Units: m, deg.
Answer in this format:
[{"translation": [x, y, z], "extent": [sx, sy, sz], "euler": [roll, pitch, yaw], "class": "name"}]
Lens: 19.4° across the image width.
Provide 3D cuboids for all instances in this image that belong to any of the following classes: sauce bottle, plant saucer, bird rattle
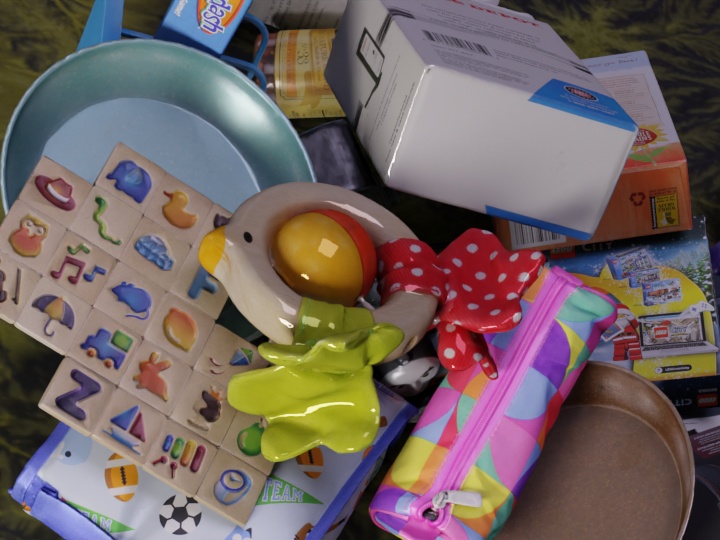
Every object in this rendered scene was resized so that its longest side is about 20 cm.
[{"translation": [0.024, -0.144, 1.501], "extent": [0.199, 0.066, 0.066], "euler": [-4, 50, 6], "class": "sauce bottle"}, {"translation": [0.119, 0.150, 1.291], "extent": [0.034, 0.199, 0.201], "euler": [46, 30, -44], "class": "plant saucer"}, {"translation": [-0.120, -0.039, 1.239], "extent": [0.199, 0.036, 0.201], "euler": [10, 65, -23], "class": "plant saucer"}, {"translation": [0.000, 0.006, 1.196], "extent": [0.163, 0.113, 0.200], "euler": [44, 53, 16], "class": "bird rattle"}]

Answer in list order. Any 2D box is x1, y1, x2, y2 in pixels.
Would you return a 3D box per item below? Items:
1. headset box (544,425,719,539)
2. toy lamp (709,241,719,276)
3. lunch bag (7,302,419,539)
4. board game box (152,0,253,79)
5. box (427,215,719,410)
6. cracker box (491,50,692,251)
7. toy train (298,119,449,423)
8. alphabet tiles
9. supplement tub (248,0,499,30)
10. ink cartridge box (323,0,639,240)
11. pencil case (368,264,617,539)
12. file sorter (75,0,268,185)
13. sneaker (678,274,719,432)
[{"translation": [0.201, 0.190, 1.285], "extent": [0.148, 0.075, 0.201], "euler": [-20, 49, 19], "class": "headset box"}, {"translation": [0.318, 0.062, 1.505], "extent": [0.058, 0.058, 0.201], "euler": [-15, 59, -31], "class": "toy lamp"}, {"translation": [-0.091, 0.120, 1.243], "extent": [0.169, 0.124, 0.200], "euler": [33, 39, 6], "class": "lunch bag"}, {"translation": [-0.065, -0.216, 1.297], "extent": [0.045, 0.200, 0.153], "euler": [28, 45, -7], "class": "board game box"}, {"translation": [0.139, 0.035, 1.406], "extent": [0.199, 0.038, 0.137], "euler": [-5, 49, 8], "class": "box"}, {"translation": [0.151, -0.086, 1.479], "extent": [0.133, 0.058, 0.200], "euler": [-8, 28, 3], "class": "cracker box"}, {"translation": [0.000, 0.000, 1.345], "extent": [0.085, 0.114, 0.201], "euler": [-23, 70, 0], "class": "toy train"}, {"translation": [-0.117, 0.026, 1.189], "extent": [0.199, 0.008, 0.168], "euler": [32, 59, -11], "class": "alphabet tiles"}, {"translation": [0.001, -0.227, 1.561], "extent": [0.199, 0.132, 0.132], "euler": [18, 48, -8], "class": "supplement tub"}, {"translation": [0.071, -0.109, 1.341], "extent": [0.145, 0.085, 0.200], "euler": [14, 20, -18], "class": "ink cartridge box"}, {"translation": [0.081, 0.088, 1.282], "extent": [0.088, 0.088, 0.201], "euler": [28, 74, 2], "class": "pencil case"}, {"translation": [-0.134, -0.070, 1.374], "extent": [0.122, 0.139, 0.201], "euler": [14, 48, -17], "class": "file sorter"}, {"translation": [0.213, 0.078, 1.439], "extent": [0.201, 0.077, 0.147], "euler": [-14, 49, -21], "class": "sneaker"}]
